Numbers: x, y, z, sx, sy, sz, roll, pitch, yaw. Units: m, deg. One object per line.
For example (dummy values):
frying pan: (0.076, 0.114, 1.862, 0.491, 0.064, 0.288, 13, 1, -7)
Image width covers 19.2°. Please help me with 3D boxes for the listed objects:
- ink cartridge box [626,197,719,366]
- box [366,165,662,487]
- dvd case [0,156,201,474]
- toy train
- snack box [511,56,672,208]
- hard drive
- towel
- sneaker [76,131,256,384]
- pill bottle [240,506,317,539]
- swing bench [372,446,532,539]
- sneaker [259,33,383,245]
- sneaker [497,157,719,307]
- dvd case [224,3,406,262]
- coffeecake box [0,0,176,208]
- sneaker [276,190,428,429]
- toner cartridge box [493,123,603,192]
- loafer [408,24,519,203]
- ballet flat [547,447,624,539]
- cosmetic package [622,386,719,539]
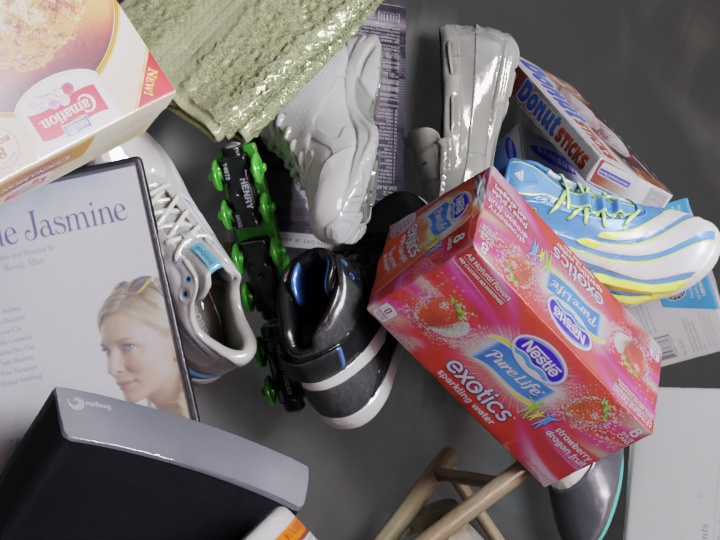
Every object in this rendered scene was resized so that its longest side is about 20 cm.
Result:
ink cartridge box: (0.166, 0.029, 1.598, 0.115, 0.199, 0.068, 61, 17, -49)
box: (0.109, 0.040, 1.471, 0.200, 0.099, 0.096, 46, 34, -22)
dvd case: (-0.194, 0.036, 1.424, 0.142, 0.018, 0.201, -13, 92, -7)
toy train: (-0.065, 0.002, 1.506, 0.056, 0.042, 0.201, -60, 139, -71)
snack box: (0.165, -0.105, 1.608, 0.072, 0.200, 0.024, 24, 108, -28)
hard drive: (-0.142, 0.159, 1.420, 0.199, 0.042, 0.135, 21, 116, -31)
towel: (-0.080, -0.182, 1.494, 0.148, 0.037, 0.200, 34, 63, 21)
sneaker: (-0.124, -0.018, 1.468, 0.075, 0.087, 0.201, -33, 101, -29)
pill bottle: (-0.023, 0.261, 1.377, 0.200, 0.114, 0.114, 46, 62, 2)
swing bench: (0.078, 0.269, 1.545, 0.200, 0.130, 0.199, -41, 107, -23)
sneaker: (-0.036, -0.091, 1.492, 0.099, 0.078, 0.201, 4, 41, -2)
sneaker: (0.149, -0.029, 1.502, 0.105, 0.199, 0.076, 59, 34, -50)
dvd case: (-0.032, -0.105, 1.576, 0.148, 0.016, 0.201, 5, 83, -32)
coffeecake box: (-0.242, -0.153, 1.384, 0.153, 0.073, 0.200, -31, 85, -31)
sneaker: (0.000, 0.000, 1.496, 0.112, 0.073, 0.201, 59, 39, -44)
toner cartridge box: (0.188, -0.027, 1.668, 0.199, 0.043, 0.095, 29, 36, -27)
loafer: (0.068, -0.088, 1.616, 0.069, 0.070, 0.201, 13, 80, -1)
ballet flat: (0.172, 0.115, 1.654, 0.073, 0.073, 0.201, 30, 64, -27)
cosmetic package: (0.325, 0.182, 1.638, 0.165, 0.199, 0.166, 20, 74, -55)
